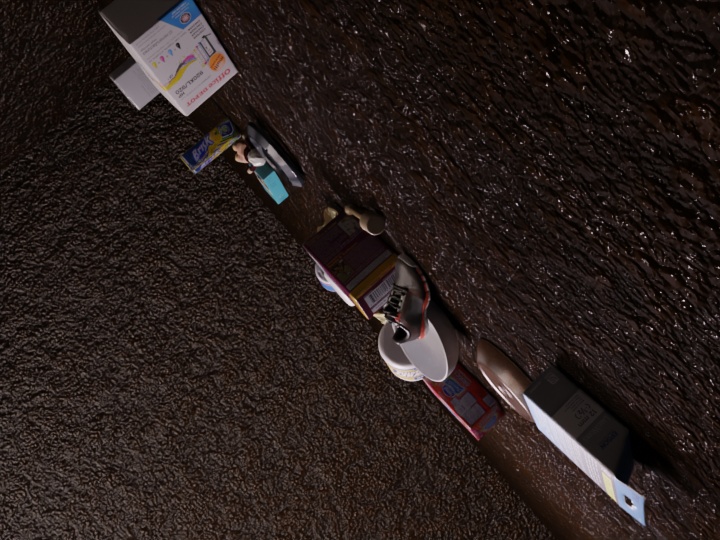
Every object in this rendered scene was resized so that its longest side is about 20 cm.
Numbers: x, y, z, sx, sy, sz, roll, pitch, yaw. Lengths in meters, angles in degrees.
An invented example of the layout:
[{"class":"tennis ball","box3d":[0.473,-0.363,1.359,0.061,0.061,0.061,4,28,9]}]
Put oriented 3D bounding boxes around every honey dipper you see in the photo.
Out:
[{"class":"honey dipper","box3d":[0.001,-0.102,1.293,0.038,0.038,0.200,51,176,-19]}]

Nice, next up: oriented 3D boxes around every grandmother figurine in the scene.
[{"class":"grandmother figurine","box3d":[-0.339,-0.359,2.075,0.200,0.060,0.122,32,144,57]}]

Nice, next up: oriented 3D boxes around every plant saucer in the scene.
[{"class":"plant saucer","box3d":[0.278,0.213,1.251,0.201,0.037,0.200,48,175,6]}]

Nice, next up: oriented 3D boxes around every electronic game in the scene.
[{"class":"electronic game","box3d":[-0.209,-0.284,1.666,0.200,0.042,0.200,47,174,6]}]

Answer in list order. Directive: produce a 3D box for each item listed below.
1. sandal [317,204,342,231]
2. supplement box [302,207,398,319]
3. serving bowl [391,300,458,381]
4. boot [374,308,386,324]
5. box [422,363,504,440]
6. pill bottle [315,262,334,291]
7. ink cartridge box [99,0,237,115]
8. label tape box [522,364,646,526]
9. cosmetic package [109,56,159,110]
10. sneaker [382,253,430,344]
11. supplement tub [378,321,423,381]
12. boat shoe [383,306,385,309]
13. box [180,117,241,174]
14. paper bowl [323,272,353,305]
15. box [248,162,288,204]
[{"class":"sandal","box3d":[-0.056,-0.110,1.632,0.080,0.054,0.200,42,159,8]},{"class":"supplement box","box3d":[-0.008,-0.017,1.441,0.200,0.131,0.103,46,174,35]},{"class":"serving bowl","box3d":[0.146,0.132,1.436,0.200,0.065,0.201,48,152,35]},{"class":"boot","box3d":[0.113,0.165,2.004,0.156,0.073,0.200,53,169,-8]},{"class":"box","box3d":[0.266,0.326,1.758,0.200,0.100,0.096,44,172,40]},{"class":"pill bottle","box3d":[-0.096,0.013,2.395,0.112,0.112,0.200,47,173,12]},{"class":"ink cartridge box","box3d":[-0.366,-0.440,1.315,0.145,0.147,0.200,45,173,32]},{"class":"label tape box","box3d":[0.324,0.238,0.926,0.200,0.066,0.144,41,171,38]},{"class":"cosmetic package","box3d":[-0.977,-0.852,3.006,0.165,0.200,0.165,53,173,-35]},{"class":"sneaker","box3d":[0.084,0.065,1.309,0.077,0.081,0.201,35,143,50]},{"class":"supplement tub","box3d":[0.131,0.211,1.798,0.145,0.144,0.200,46,174,24]},{"class":"boat shoe","box3d":[0.067,0.045,1.606,0.060,0.075,0.201,43,160,40]},{"class":"box","box3d":[-0.480,-0.399,2.174,0.064,0.200,0.070,49,175,-3]},{"class":"paper bowl","box3d":[-0.036,0.028,2.092,0.201,0.104,0.201,49,176,5]},{"class":"box","box3d":[-0.302,-0.298,2.244,0.082,0.049,0.200,47,174,18]}]
